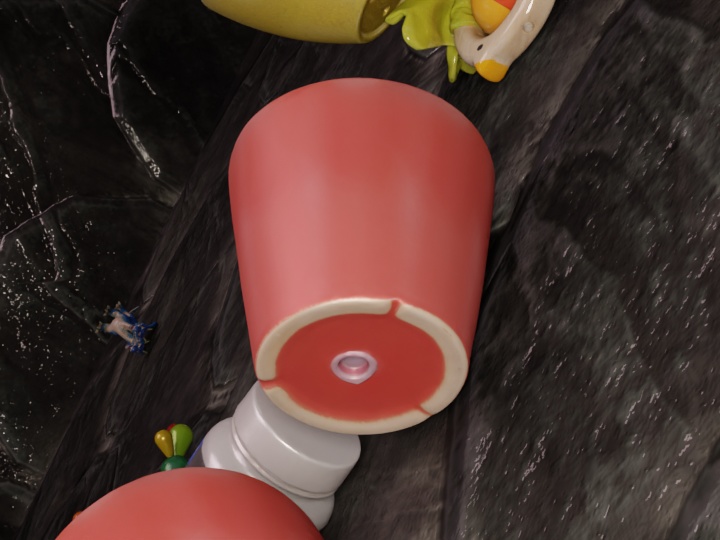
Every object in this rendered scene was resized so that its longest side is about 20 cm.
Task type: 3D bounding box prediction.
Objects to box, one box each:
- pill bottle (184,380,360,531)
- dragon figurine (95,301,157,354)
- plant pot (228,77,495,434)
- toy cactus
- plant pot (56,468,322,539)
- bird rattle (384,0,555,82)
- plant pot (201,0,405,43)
[{"bbox_3d":[-0.089,0.184,1.084,0.201,0.113,0.114,-56,15,23],"label":"pill bottle"},{"bbox_3d":[-0.382,0.101,2.424,0.059,0.099,0.200,-62,-5,1],"label":"dragon figurine"},{"bbox_3d":[0.000,0.000,0.988,0.201,0.199,0.179,-49,28,41],"label":"plant pot"},{"bbox_3d":[-0.214,0.247,1.497,0.164,0.102,0.201,-14,40,59],"label":"toy cactus"},{"bbox_3d":[-0.075,0.229,0.784,0.202,0.199,0.177,-62,25,-1],"label":"plant pot"},{"bbox_3d":[0.128,-0.244,1.232,0.200,0.112,0.164,-48,34,18],"label":"bird rattle"},{"bbox_3d":[-0.028,-0.280,1.262,0.201,0.141,0.200,-51,-14,-17],"label":"plant pot"}]
